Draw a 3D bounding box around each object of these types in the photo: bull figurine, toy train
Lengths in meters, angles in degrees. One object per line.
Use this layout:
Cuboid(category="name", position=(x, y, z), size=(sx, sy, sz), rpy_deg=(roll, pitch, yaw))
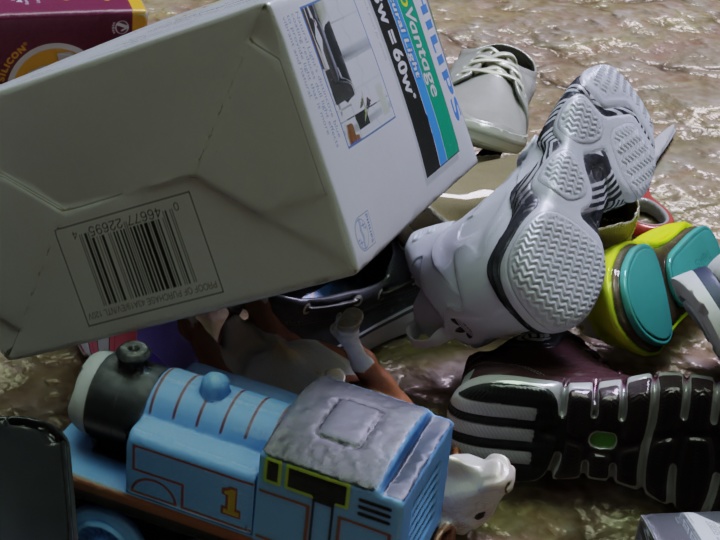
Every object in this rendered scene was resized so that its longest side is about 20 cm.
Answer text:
Cuboid(category="bull figurine", position=(-0.015, 0.066, 0.827), size=(0.199, 0.122, 0.065), rpy_deg=(21, 55, 37))
Cuboid(category="toy train", position=(-0.053, 0.099, 0.746), size=(0.198, 0.115, 0.087), rpy_deg=(17, 30, 17))

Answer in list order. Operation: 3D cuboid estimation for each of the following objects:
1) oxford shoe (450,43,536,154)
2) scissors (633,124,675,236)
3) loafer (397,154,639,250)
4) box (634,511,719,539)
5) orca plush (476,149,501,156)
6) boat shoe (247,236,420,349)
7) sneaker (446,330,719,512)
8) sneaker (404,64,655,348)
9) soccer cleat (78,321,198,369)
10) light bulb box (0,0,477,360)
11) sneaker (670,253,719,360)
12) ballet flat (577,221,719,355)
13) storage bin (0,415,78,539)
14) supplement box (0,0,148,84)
Cuboid(category="oxford shoe", position=(0.084, -0.118, 1.098), size=(0.074, 0.058, 0.200), rpy_deg=(19, 17, 5))
Cuboid(category="scissors", position=(0.195, -0.073, 1.198), size=(0.072, 0.014, 0.201), rpy_deg=(9, 31, 8))
Cuboid(category="loafer", position=(0.093, -0.042, 1.008), size=(0.198, 0.068, 0.076), rpy_deg=(8, 42, -39))
Cuboid(category="box", position=(0.238, 0.173, 0.740), size=(0.197, 0.050, 0.158), rpy_deg=(0, 30, -11))
Cuboid(category="orca plush", position=(0.009, -0.072, 1.065), size=(0.198, 0.072, 0.105), rpy_deg=(-13, 5, -30))
Cuboid(category="boat shoe", position=(0.000, 0.000, 0.978), size=(0.069, 0.067, 0.199), rpy_deg=(26, 35, 31))
Cuboid(category="sneaker", position=(0.146, 0.068, 0.886), size=(0.197, 0.077, 0.116), rpy_deg=(10, 22, 0))
Cuboid(category="sneaker", position=(0.091, -0.034, 0.923), size=(0.114, 0.075, 0.201), rpy_deg=(-22, 30, 42))
Cuboid(category="soccer cleat", position=(-0.142, -0.014, 0.939), size=(0.066, 0.077, 0.201), rpy_deg=(-8, 46, -25))
Cuboid(category="light bulb box", position=(-0.070, -0.064, 0.808), size=(0.196, 0.126, 0.200), rpy_deg=(-13, 12, 24))
Cuboid(category="sneaker", position=(0.225, 0.022, 0.897), size=(0.077, 0.080, 0.200), rpy_deg=(56, 7, 12))
Cuboid(category="ballet flat", position=(0.161, 0.013, 0.975), size=(0.066, 0.068, 0.200), rpy_deg=(-14, 4, 28))
Cuboid(category="storage bin", position=(-0.216, 0.137, 0.670), size=(0.197, 0.095, 0.136), rpy_deg=(0, 30, -13))
Cuboid(category="supplement box", position=(-0.252, -0.140, 1.129), size=(0.198, 0.112, 0.086), rpy_deg=(-5, 32, -19))
